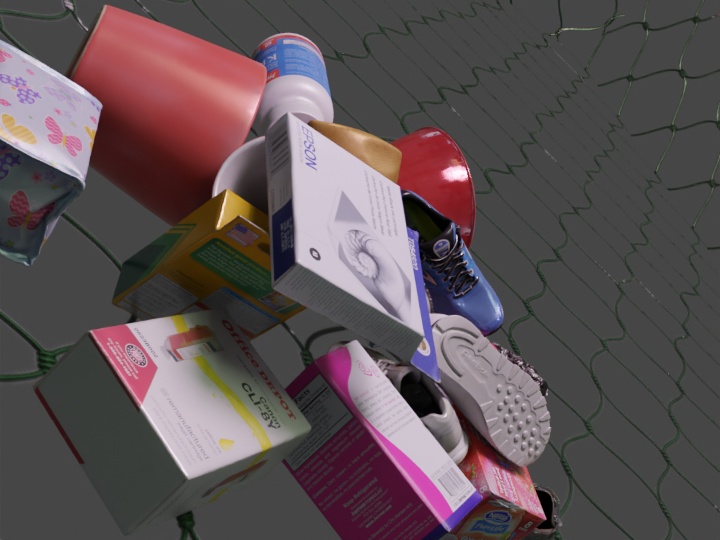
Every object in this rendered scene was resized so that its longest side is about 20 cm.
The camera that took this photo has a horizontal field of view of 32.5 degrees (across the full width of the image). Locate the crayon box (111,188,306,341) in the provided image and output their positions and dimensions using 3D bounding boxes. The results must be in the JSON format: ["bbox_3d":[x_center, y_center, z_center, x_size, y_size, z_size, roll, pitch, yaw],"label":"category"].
[{"bbox_3d":[-0.118,0.003,1.124,0.125,0.199,0.052,34,47,-29],"label":"crayon box"}]

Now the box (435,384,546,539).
[{"bbox_3d":[0.110,0.206,1.336,0.095,0.100,0.201,30,27,-34],"label":"box"}]

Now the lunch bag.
[{"bbox_3d":[-0.334,-0.128,1.064,0.199,0.127,0.170,30,25,-21],"label":"lunch bag"}]

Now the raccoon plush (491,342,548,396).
[{"bbox_3d":[0.158,0.179,1.537,0.096,0.135,0.200,35,-12,11],"label":"raccoon plush"}]

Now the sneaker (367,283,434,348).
[{"bbox_3d":[0.000,0.001,1.354,0.201,0.093,0.071,57,-13,32],"label":"sneaker"}]

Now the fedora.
[{"bbox_3d":[-0.017,-0.131,1.494,0.198,0.083,0.201,21,7,-3],"label":"fedora"}]

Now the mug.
[{"bbox_3d":[-0.100,-0.039,1.265,0.200,0.175,0.135,95,-2,-72],"label":"mug"}]

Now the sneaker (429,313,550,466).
[{"bbox_3d":[0.122,0.120,1.282,0.201,0.076,0.080,53,-22,-18],"label":"sneaker"}]

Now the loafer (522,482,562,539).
[{"bbox_3d":[0.201,0.283,1.417,0.072,0.063,0.199,52,23,13],"label":"loafer"}]

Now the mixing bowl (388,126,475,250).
[{"bbox_3d":[0.053,-0.087,1.642,0.107,0.201,0.201,-7,52,-30],"label":"mixing bowl"}]

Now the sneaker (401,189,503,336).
[{"bbox_3d":[0.088,-0.008,1.380,0.200,0.078,0.089,49,-9,1],"label":"sneaker"}]

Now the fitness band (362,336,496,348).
[{"bbox_3d":[0.080,0.086,1.433,0.142,0.038,0.200,25,-12,-9],"label":"fitness band"}]

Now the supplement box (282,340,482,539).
[{"bbox_3d":[0.007,0.181,1.188,0.201,0.103,0.101,52,24,9],"label":"supplement box"}]

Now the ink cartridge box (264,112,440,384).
[{"bbox_3d":[0.003,-0.022,1.094,0.199,0.041,0.201,31,34,-32],"label":"ink cartridge box"}]

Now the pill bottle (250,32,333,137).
[{"bbox_3d":[-0.094,-0.229,1.672,0.112,0.112,0.201,34,25,-28],"label":"pill bottle"}]

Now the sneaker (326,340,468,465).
[{"bbox_3d":[0.035,0.118,1.285,0.199,0.075,0.093,34,-31,35],"label":"sneaker"}]

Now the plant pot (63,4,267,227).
[{"bbox_3d":[-0.219,-0.167,1.275,0.176,0.201,0.201,27,28,-18],"label":"plant pot"}]

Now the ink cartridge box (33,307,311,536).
[{"bbox_3d":[-0.151,0.117,1.035,0.146,0.083,0.199,52,23,14],"label":"ink cartridge box"}]
